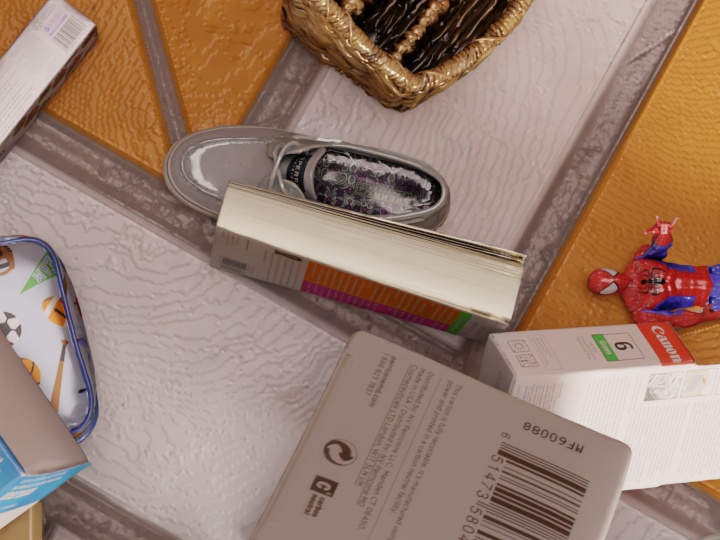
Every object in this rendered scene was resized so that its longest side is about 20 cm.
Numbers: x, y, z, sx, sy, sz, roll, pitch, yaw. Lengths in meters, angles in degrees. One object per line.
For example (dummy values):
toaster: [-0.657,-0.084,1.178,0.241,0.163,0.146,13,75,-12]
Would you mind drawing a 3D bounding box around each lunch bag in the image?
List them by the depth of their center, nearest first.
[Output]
lunch bag: [-0.279,0.069,1.670,0.199,0.076,0.161,-14,86,-6]

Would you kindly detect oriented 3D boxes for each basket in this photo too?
basket: [0.055,-0.218,1.709,0.143,0.149,0.200,38,78,3]

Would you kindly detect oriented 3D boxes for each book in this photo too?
book: [0.000,0.000,1.674,0.199,0.134,0.048,16,77,-2]

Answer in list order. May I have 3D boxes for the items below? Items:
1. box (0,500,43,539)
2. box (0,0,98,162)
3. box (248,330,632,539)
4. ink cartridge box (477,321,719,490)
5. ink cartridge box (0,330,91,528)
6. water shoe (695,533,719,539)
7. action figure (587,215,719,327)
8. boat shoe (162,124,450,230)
box: [-0.276,0.253,1.621,0.163,0.021,0.201,-8,76,24]
box: [-0.254,-0.099,1.719,0.041,0.039,0.200,35,79,4]
box: [0.034,0.187,1.563,0.199,0.172,0.199,23,47,4]
ink cartridge box: [0.173,0.092,1.676,0.199,0.109,0.050,-4,37,-22]
ink cartridge box: [-0.302,0.121,1.545,0.200,0.145,0.147,-37,84,8]
water shoe: [0.189,0.245,1.671,0.200,0.079,0.072,-34,84,-9]
action figure: [0.257,0.007,1.713,0.199,0.099,0.066,1,78,-2]
boat shoe: [-0.035,-0.066,1.713,0.200,0.072,0.070,8,79,-3]
